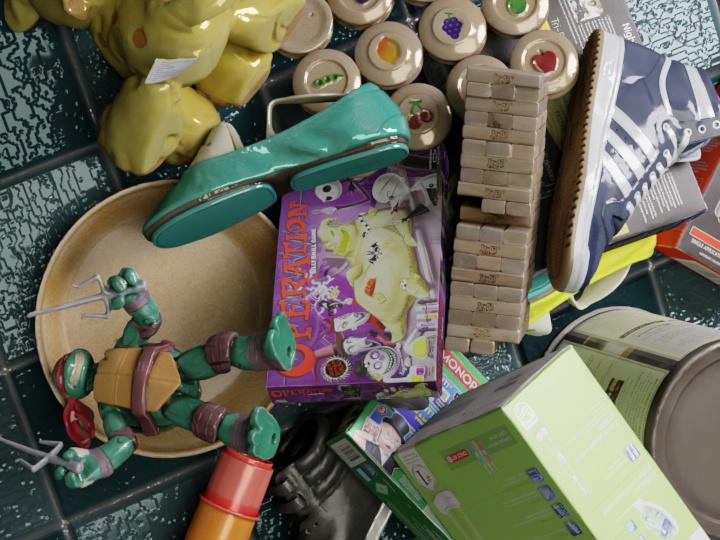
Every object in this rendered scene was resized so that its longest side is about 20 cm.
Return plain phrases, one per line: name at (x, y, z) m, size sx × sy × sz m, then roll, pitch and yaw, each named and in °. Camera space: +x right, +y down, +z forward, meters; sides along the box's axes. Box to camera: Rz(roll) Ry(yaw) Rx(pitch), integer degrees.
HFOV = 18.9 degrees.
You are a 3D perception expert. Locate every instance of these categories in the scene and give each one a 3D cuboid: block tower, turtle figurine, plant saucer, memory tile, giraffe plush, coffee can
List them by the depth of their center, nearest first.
turtle figurine at (-0.148, 0.073, 1.471) m, size 0.200 × 0.101 × 0.150 m, roll 3°, pitch 89°, yaw 19°
giraffe plush at (-0.160, -0.178, 1.480) m, size 0.162 × 0.200 × 0.173 m, roll 40°, pitch 94°, yaw 14°
block tower at (0.097, -0.044, 1.526) m, size 0.054 × 0.058 × 0.200 m, roll 7°, pitch 103°, yaw 10°
plant saucer at (-0.138, 0.033, 1.560) m, size 0.200 × 0.035 × 0.200 m, roll -2°, pitch 96°, yaw -20°
memory tile at (0.044, -0.165, 1.566) m, size 0.200 × 0.017 × 0.153 m, roll -23°, pitch 77°, yaw -3°
coffee can at (0.236, 0.109, 1.621) m, size 0.146 × 0.200 × 0.146 m, roll -2°, pitch 97°, yaw -20°

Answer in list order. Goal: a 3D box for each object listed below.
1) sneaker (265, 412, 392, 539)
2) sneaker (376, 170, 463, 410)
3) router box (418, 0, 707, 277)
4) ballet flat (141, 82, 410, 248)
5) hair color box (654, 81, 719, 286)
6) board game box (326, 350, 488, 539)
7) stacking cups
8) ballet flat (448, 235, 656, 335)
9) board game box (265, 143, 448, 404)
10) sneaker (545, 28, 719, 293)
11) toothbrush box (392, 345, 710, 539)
sneaker at (-0.041, 0.195, 1.598) m, size 0.099 × 0.071 × 0.200 m, roll 27°, pitch 80°, yaw -22°
sneaker at (0.037, 0.015, 1.588) m, size 0.081 × 0.074 × 0.200 m, roll 41°, pitch 57°, yaw -33°
router box at (0.148, -0.107, 1.614) m, size 0.157 × 0.052 × 0.200 m, roll -18°, pitch 84°, yaw -18°
ballet flat at (-0.065, -0.080, 1.519) m, size 0.200 × 0.067 × 0.070 m, roll -21°, pitch 72°, yaw 0°
hair color box at (0.315, -0.087, 1.705) m, size 0.102 × 0.061 × 0.200 m, roll 27°, pitch 85°, yaw -20°
board game box at (0.080, 0.151, 1.612) m, size 0.200 × 0.029 × 0.135 m, roll 47°, pitch 48°, yaw -10°
stacking cups at (-0.112, 0.227, 1.567) m, size 0.060 × 0.061 × 0.200 m, roll 23°, pitch 93°, yaw -21°
ballet flat at (0.146, 0.010, 1.654) m, size 0.200 × 0.067 × 0.067 m, roll -31°, pitch 126°, yaw -17°
board game box at (0.000, 0.000, 1.527) m, size 0.120 × 0.032 × 0.200 m, roll -6°, pitch 56°, yaw 13°
sneaker at (0.200, -0.070, 1.556) m, size 0.108 × 0.070 × 0.200 m, roll 15°, pitch 72°, yaw -10°
toothbrush box at (0.140, 0.171, 1.527) m, size 0.086 × 0.146 × 0.200 m, roll -37°, pitch 93°, yaw -35°
